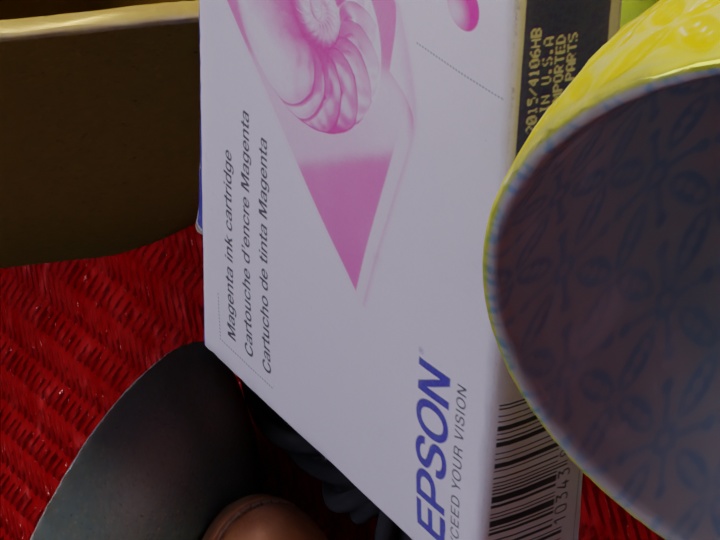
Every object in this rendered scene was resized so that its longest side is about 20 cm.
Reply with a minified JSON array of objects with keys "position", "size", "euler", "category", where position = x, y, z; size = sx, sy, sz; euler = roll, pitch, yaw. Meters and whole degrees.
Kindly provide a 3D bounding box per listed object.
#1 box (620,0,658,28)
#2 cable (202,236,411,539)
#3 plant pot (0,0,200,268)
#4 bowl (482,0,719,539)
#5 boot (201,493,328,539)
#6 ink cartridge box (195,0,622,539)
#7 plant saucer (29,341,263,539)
[{"position":[0.061,-0.016,0.824],"size":[0.200,0.048,0.122],"euler":[-2,92,48],"category":"box"},{"position":[0.000,0.000,0.991],"size":[0.200,0.051,0.164],"euler":[45,133,47],"category":"cable"},{"position":[-0.136,-0.099,0.999],"size":[0.200,0.195,0.195],"euler":[102,157,-57],"category":"plant pot"},{"position":[0.137,-0.013,0.629],"size":[0.200,0.200,0.108],"euler":[-44,16,53],"category":"bowl"},{"position":[0.011,0.165,0.947],"size":[0.155,0.074,0.201],"euler":[-21,76,56],"category":"boot"},{"position":[-0.008,-0.041,0.792],"size":[0.200,0.043,0.197],"euler":[38,138,43],"category":"ink cartridge box"},{"position":[-0.077,0.126,1.039],"size":[0.039,0.201,0.202],"euler":[22,116,15],"category":"plant saucer"}]
